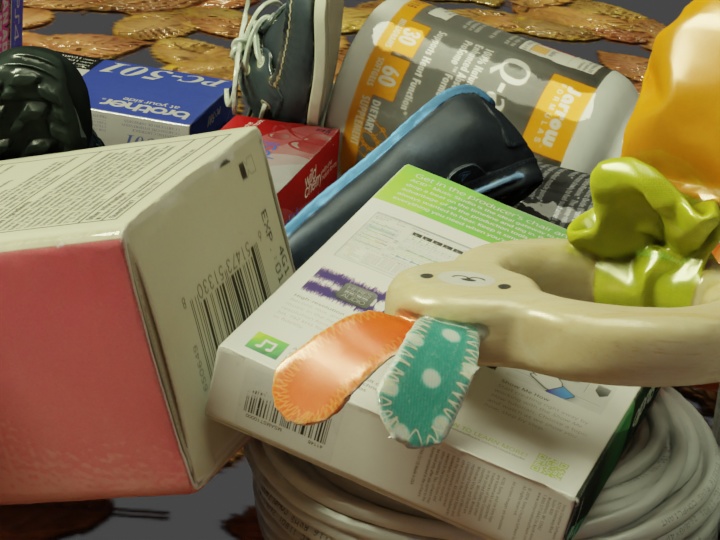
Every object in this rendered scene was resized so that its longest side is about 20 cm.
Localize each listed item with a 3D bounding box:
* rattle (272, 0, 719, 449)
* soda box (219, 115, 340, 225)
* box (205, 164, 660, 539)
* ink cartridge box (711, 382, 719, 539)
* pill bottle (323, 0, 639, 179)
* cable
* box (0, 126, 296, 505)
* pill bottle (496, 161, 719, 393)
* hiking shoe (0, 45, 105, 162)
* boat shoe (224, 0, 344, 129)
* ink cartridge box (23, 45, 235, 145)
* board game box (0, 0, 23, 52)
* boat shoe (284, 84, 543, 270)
[{"bbox_3d":[0.068,-0.021,0.764,0.200,0.143,0.130,-1,31,-29],"label":"rattle"},{"bbox_3d":[-0.068,-0.020,1.110,0.063,0.070,0.200,9,22,13],"label":"soda box"},{"bbox_3d":[0.045,0.029,0.846,0.144,0.036,0.200,23,31,13],"label":"box"},{"bbox_3d":[0.198,0.081,0.818,0.083,0.146,0.200,4,22,-5],"label":"ink cartridge box"},{"bbox_3d":[0.089,-0.072,1.205,0.200,0.117,0.116,21,25,15],"label":"pill bottle"},{"bbox_3d":[0.050,0.084,0.883,0.200,0.069,0.200,-6,25,-24],"label":"cable"},{"bbox_3d":[-0.138,0.021,0.859,0.200,0.109,0.128,-6,19,25],"label":"box"},{"bbox_3d":[0.097,0.003,1.045,0.200,0.106,0.106,14,23,22],"label":"pill bottle"},{"bbox_3d":[-0.152,-0.048,0.980,0.074,0.200,0.087,19,56,0],"label":"hiking shoe"},{"bbox_3d":[-0.044,-0.114,1.215,0.062,0.075,0.200,15,-22,2],"label":"boat shoe"},{"bbox_3d":[-0.185,-0.101,1.320,0.200,0.044,0.094,11,24,12],"label":"ink cartridge box"},{"bbox_3d":[-0.255,-0.073,1.080,0.097,0.160,0.200,10,21,12],"label":"board game box"},{"bbox_3d":[0.000,0.000,0.975,0.069,0.200,0.084,45,0,12],"label":"boat shoe"}]
